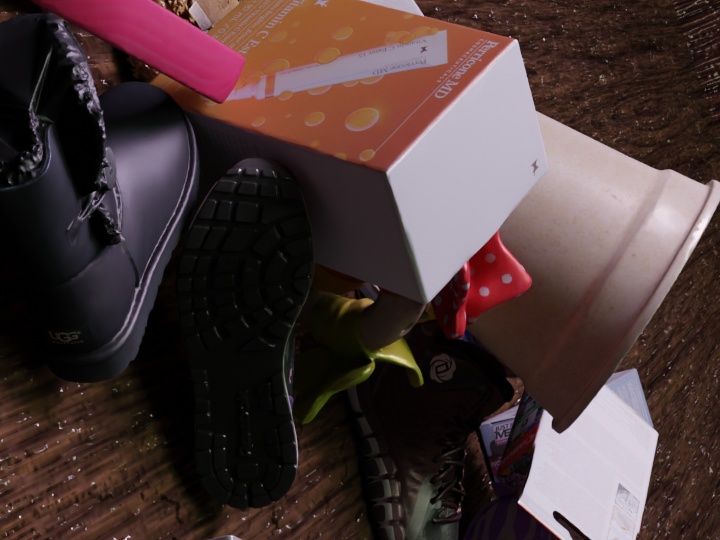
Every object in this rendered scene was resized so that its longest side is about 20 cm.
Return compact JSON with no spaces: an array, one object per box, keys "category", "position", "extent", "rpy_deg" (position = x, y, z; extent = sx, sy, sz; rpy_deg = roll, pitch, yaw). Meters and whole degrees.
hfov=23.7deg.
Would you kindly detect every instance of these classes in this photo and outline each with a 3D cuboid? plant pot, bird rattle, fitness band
[{"category":"plant pot","position":[0.115,-0.025,1.166],"extent":[0.183,0.201,0.201],"rpy_deg":[34,25,3]},{"category":"bird rattle","position":[0.000,0.000,1.083],"extent":[0.112,0.200,0.163],"rpy_deg":[-33,76,-38]},{"category":"fitness band","position":[-0.145,-0.144,0.912],"extent":[0.143,0.038,0.199],"rpy_deg":[34,6,35]}]

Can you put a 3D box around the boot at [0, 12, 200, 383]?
[{"category":"boot","position":[-0.139,-0.068,0.867],"extent":[0.169,0.075,0.202],"rpy_deg":[81,14,-49]}]

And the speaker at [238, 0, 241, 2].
[{"category":"speaker","position":[-0.049,-0.191,1.238],"extent":[0.200,0.080,0.082],"rpy_deg":[36,40,-54]}]

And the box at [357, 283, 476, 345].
[{"category":"box","position":[0.037,0.007,1.310],"extent":[0.070,0.064,0.202],"rpy_deg":[19,56,-63]}]

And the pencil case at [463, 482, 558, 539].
[{"category":"pencil case","position":[0.154,0.253,1.363],"extent":[0.200,0.083,0.086],"rpy_deg":[50,50,-44]}]

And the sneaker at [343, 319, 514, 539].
[{"category":"sneaker","position":[0.062,0.127,1.203],"extent":[0.076,0.114,0.202],"rpy_deg":[-6,78,-68]}]

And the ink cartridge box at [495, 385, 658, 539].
[{"category":"ink cartridge box","position":[0.161,0.158,1.302],"extent":[0.109,0.050,0.201],"rpy_deg":[41,34,-9]}]

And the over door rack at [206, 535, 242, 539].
[{"category":"over door rack","position":[-0.065,0.225,0.864],"extent":[0.200,0.066,0.149],"rpy_deg":[72,7,-70]}]

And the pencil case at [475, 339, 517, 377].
[{"category":"pencil case","position":[0.122,0.040,1.350],"extent":[0.200,0.086,0.088],"rpy_deg":[154,-82,-82]}]

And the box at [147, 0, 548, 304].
[{"category":"box","position":[-0.011,-0.080,0.998],"extent":[0.124,0.199,0.098],"rpy_deg":[-46,136,-28]}]

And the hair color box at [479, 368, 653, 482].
[{"category":"hair color box","position":[0.184,0.137,1.510],"extent":[0.200,0.098,0.061],"rpy_deg":[-9,82,-68]}]

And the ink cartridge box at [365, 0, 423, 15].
[{"category":"ink cartridge box","position":[-0.001,-0.137,1.203],"extent":[0.068,0.115,0.200],"rpy_deg":[46,-2,43]}]

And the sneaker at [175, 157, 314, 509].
[{"category":"sneaker","position":[-0.068,0.027,0.983],"extent":[0.088,0.075,0.202],"rpy_deg":[-99,-167,-70]}]

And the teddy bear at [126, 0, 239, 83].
[{"category":"teddy bear","position":[-0.121,-0.165,1.086],"extent":[0.145,0.066,0.202],"rpy_deg":[-41,116,-54]}]
